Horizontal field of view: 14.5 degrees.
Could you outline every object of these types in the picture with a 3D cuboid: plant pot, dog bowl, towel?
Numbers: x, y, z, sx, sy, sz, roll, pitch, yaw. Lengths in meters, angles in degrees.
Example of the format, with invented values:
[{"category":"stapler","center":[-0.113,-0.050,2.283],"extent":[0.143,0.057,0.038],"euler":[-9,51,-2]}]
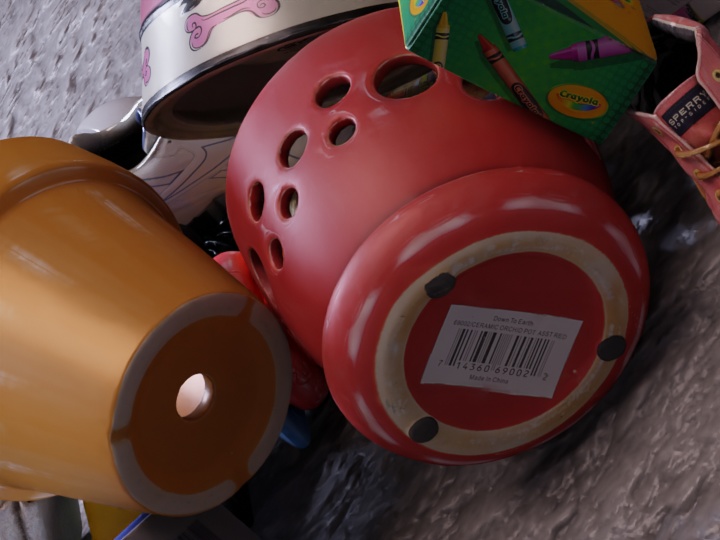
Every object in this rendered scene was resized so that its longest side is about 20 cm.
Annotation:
[{"category":"plant pot","center":[-0.141,0.046,1.544],"extent":[0.183,0.200,0.201],"euler":[22,80,43]},{"category":"plant pot","center":[0.047,-0.015,1.498],"extent":[0.201,0.200,0.183],"euler":[-49,36,13]},{"category":"dog bowl","center":[-0.037,-0.142,1.607],"extent":[0.200,0.200,0.074],"euler":[-25,77,43]},{"category":"towel","center":[-0.199,0.152,1.746],"extent":[0.034,0.200,0.133],"euler":[-1,47,2]}]

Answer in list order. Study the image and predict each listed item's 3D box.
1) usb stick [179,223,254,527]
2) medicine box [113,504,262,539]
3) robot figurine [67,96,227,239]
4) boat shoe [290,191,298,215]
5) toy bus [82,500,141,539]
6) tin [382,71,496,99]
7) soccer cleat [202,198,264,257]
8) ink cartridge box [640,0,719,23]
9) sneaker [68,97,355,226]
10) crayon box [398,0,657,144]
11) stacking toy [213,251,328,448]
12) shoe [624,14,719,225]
[{"category":"usb stick","center":[-0.098,0.066,1.716],"extent":[0.033,0.055,0.201],"euler":[-17,68,14]},{"category":"medicine box","center":[-0.140,0.234,1.550],"extent":[0.200,0.103,0.182],"euler":[-49,-2,13]},{"category":"robot figurine","center":[-0.163,-0.019,1.865],"extent":[0.200,0.125,0.150],"euler":[-61,15,-10]},{"category":"boat shoe","center":[0.007,-0.105,1.780],"extent":[0.065,0.072,0.201],"euler":[-2,61,47]},{"category":"toy bus","center":[-0.146,0.077,1.722],"extent":[0.065,0.078,0.201],"euler":[-16,84,10]},{"category":"tin","center":[0.058,-0.105,1.676],"extent":[0.112,0.042,0.200],"euler":[-23,25,19]},{"category":"soccer cleat","center":[-0.090,0.008,1.798],"extent":[0.067,0.081,0.200],"euler":[11,70,59]},{"category":"ink cartridge box","center":[0.179,-0.201,1.608],"extent":[0.200,0.067,0.117],"euler":[-35,35,34]},{"category":"sneaker","center":[-0.087,-0.083,1.728],"extent":[0.200,0.087,0.075],"euler":[-27,57,12]},{"category":"crayon box","center":[0.080,-0.158,1.499],"extent":[0.058,0.119,0.200],"euler":[-57,20,26]},{"category":"stacking toy","center":[0.000,0.000,1.674],"extent":[0.200,0.110,0.116],"euler":[-32,36,12]},{"category":"shoe","center":[0.188,-0.055,1.427],"extent":[0.071,0.091,0.200],"euler":[-46,31,18]}]
